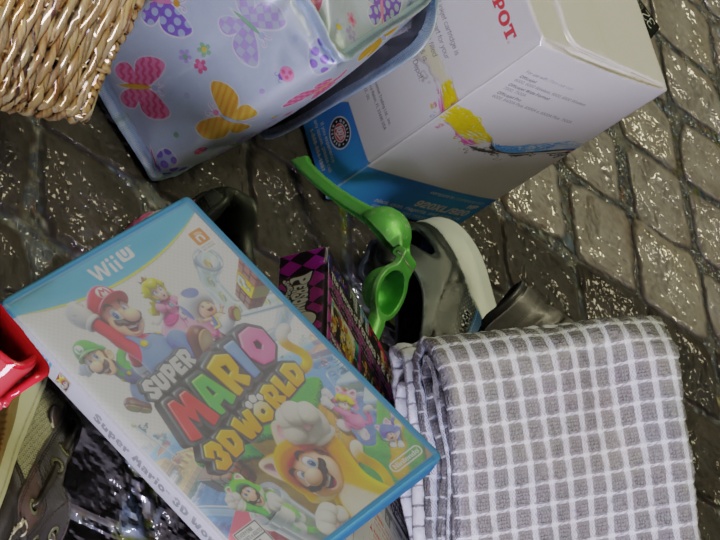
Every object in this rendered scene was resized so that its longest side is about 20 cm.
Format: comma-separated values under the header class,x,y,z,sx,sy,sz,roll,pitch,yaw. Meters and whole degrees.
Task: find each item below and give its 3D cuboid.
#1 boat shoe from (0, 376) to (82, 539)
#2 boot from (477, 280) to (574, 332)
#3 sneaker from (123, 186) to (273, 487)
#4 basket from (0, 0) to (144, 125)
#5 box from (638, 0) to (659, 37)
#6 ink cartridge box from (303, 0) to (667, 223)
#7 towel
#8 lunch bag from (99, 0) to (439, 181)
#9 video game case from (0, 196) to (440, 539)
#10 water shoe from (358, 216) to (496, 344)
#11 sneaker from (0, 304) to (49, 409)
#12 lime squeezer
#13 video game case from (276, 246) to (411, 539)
class,x,y,z,sx,sy,sz,roll,pitch,yaw
boat shoe,-0.172,0.117,1.128,0.065,0.073,0.200,39,35,-21
boot,0.097,0.116,1.440,0.132,0.200,0.070,26,4,-1
sneaker,-0.088,0.035,1.297,0.080,0.086,0.200,19,49,-41
basket,-0.197,-0.198,1.244,0.149,0.200,0.143,6,28,-48
box,0.101,-0.209,1.719,0.200,0.124,0.149,54,32,-7
ink cartridge box,0.072,-0.146,1.556,0.145,0.200,0.147,13,53,-47
towel,0.110,0.129,1.326,0.165,0.086,0.200,-6,86,-27
lunch bag,-0.047,-0.155,1.435,0.127,0.170,0.200,57,32,-5
video game case,-0.071,0.061,1.194,0.200,0.018,0.143,45,46,12
water shoe,0.060,0.065,1.503,0.079,0.072,0.200,-16,75,-29
sneaker,-0.210,0.081,1.068,0.078,0.115,0.200,36,38,-29
lime squeezer,0.000,0.000,1.455,0.038,0.071,0.200,82,0,-58
video game case,-0.002,0.118,1.316,0.200,0.036,0.181,62,23,-43
